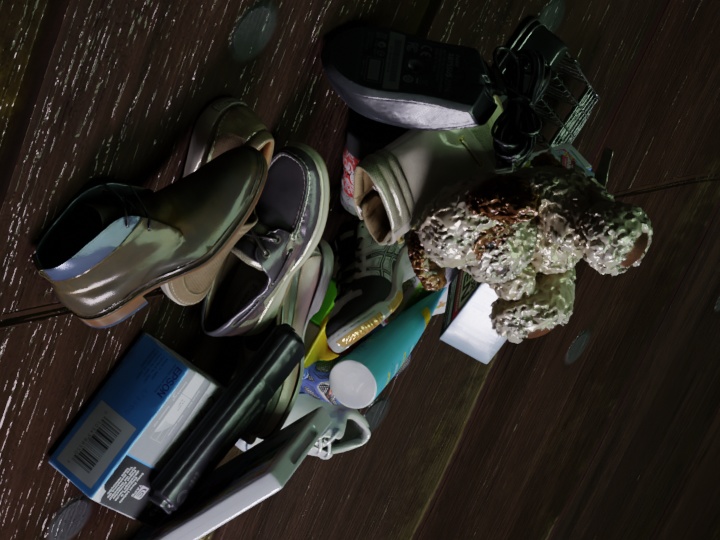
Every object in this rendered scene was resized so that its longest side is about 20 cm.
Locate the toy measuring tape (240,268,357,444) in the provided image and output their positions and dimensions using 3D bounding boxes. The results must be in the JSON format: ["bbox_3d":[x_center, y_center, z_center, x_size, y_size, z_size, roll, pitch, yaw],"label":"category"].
[{"bbox_3d":[-0.053,0.085,1.795,0.200,0.073,0.074,-59,154,-1],"label":"toy measuring tape"}]

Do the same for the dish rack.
[{"bbox_3d":[0.183,-0.163,1.933,0.154,0.054,0.200,-54,156,1],"label":"dish rack"}]

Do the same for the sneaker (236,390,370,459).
[{"bbox_3d":[-0.054,0.159,1.883,0.200,0.071,0.073,-7,127,-57],"label":"sneaker"}]

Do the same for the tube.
[{"bbox_3d":[0.030,0.077,1.841,0.077,0.050,0.200,-48,176,31],"label":"tube"}]

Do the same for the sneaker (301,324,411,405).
[{"bbox_3d":[-0.004,0.108,1.899,0.200,0.078,0.076,-10,132,-56],"label":"sneaker"}]

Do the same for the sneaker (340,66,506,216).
[{"bbox_3d":[0.058,-0.122,1.753,0.201,0.067,0.108,-30,145,-36],"label":"sneaker"}]

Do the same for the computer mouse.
[{"bbox_3d":[0.060,-0.152,1.591,0.053,0.199,0.139,106,-1,-51],"label":"computer mouse"}]

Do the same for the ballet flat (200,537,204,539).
[{"bbox_3d":[-0.206,0.299,1.797,0.200,0.063,0.069,-32,154,-39],"label":"ballet flat"}]

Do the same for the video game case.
[{"bbox_3d":[-0.130,0.209,1.698,0.200,0.024,0.182,-33,-175,19],"label":"video game case"}]

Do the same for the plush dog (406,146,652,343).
[{"bbox_3d":[0.132,-0.042,1.618,0.171,0.161,0.200,2,150,-35],"label":"plush dog"}]

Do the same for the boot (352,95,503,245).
[{"bbox_3d":[0.071,-0.072,1.690,0.155,0.072,0.200,-40,144,-17],"label":"boot"}]

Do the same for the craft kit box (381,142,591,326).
[{"bbox_3d":[0.125,-0.035,1.920,0.197,0.049,0.200,-20,151,-43],"label":"craft kit box"}]

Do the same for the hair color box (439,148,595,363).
[{"bbox_3d":[0.157,-0.013,1.821,0.200,0.060,0.099,-54,-167,33],"label":"hair color box"}]

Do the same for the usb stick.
[{"bbox_3d":[-0.119,0.134,1.648,0.200,0.033,0.055,-52,161,-13],"label":"usb stick"}]

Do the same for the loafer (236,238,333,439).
[{"bbox_3d":[-0.086,0.060,1.720,0.063,0.072,0.201,11,100,-44],"label":"loafer"}]

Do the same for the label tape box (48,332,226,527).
[{"bbox_3d":[-0.180,0.156,1.673,0.143,0.066,0.200,-54,152,-4],"label":"label tape box"}]

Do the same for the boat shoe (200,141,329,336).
[{"bbox_3d":[-0.088,-0.021,1.619,0.065,0.072,0.200,-24,146,-54],"label":"boat shoe"}]

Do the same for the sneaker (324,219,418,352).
[{"bbox_3d":[0.000,0.000,1.741,0.076,0.088,0.200,-34,-168,36],"label":"sneaker"}]

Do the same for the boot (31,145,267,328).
[{"bbox_3d":[-0.165,-0.039,1.439,0.200,0.075,0.097,-42,149,3],"label":"boot"}]

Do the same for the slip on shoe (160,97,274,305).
[{"bbox_3d":[-0.118,-0.047,1.543,0.076,0.061,0.201,-20,137,-50],"label":"slip on shoe"}]
